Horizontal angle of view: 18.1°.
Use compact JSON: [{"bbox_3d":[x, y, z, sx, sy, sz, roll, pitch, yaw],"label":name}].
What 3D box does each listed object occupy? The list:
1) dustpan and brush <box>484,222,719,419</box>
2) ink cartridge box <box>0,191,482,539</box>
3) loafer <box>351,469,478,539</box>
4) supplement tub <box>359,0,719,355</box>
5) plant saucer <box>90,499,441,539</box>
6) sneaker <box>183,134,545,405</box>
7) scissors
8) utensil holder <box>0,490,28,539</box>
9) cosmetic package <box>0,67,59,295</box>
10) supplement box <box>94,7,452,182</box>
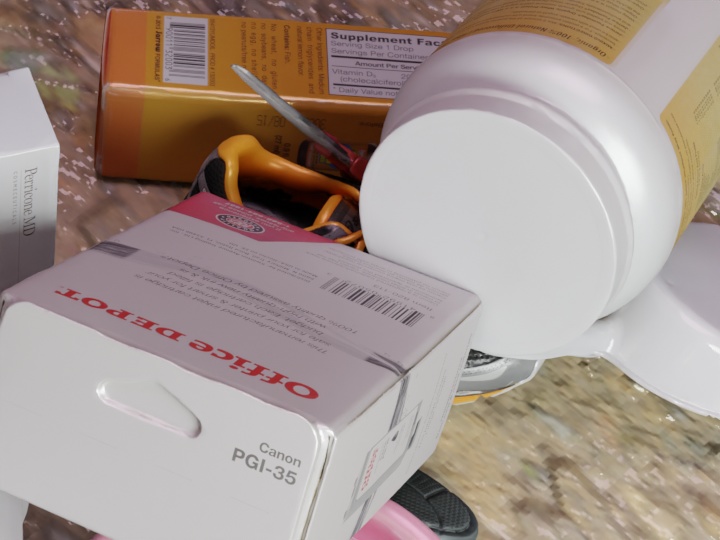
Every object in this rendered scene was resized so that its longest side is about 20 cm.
[{"bbox_3d":[0.140,0.028,1.100,0.199,0.057,0.140,10,35,-37],"label":"dustpan and brush"},{"bbox_3d":[-0.052,0.045,0.932,0.146,0.083,0.200,22,20,14],"label":"ink cartridge box"},{"bbox_3d":[-0.046,0.101,1.036,0.199,0.063,0.072,22,20,3],"label":"loafer"},{"bbox_3d":[0.095,-0.064,1.053,0.144,0.145,0.200,27,39,12],"label":"supplement tub"},{"bbox_3d":[-0.040,0.183,0.948,0.199,0.051,0.201,2,62,-4],"label":"plant saucer"},{"bbox_3d":[0.000,0.000,1.103,0.199,0.077,0.078,23,49,6],"label":"sneaker"},{"bbox_3d":[-0.015,-0.058,1.091,0.073,0.200,0.014,33,90,48],"label":"scissors"},{"bbox_3d":[-0.211,0.163,0.878,0.169,0.170,0.201,-1,53,-10],"label":"utensil holder"},{"bbox_3d":[-0.211,0.008,0.979,0.150,0.200,0.052,-15,56,-20],"label":"cosmetic package"},{"bbox_3d":[-0.036,-0.086,1.172,0.199,0.067,0.069,5,47,-7],"label":"supplement box"}]
